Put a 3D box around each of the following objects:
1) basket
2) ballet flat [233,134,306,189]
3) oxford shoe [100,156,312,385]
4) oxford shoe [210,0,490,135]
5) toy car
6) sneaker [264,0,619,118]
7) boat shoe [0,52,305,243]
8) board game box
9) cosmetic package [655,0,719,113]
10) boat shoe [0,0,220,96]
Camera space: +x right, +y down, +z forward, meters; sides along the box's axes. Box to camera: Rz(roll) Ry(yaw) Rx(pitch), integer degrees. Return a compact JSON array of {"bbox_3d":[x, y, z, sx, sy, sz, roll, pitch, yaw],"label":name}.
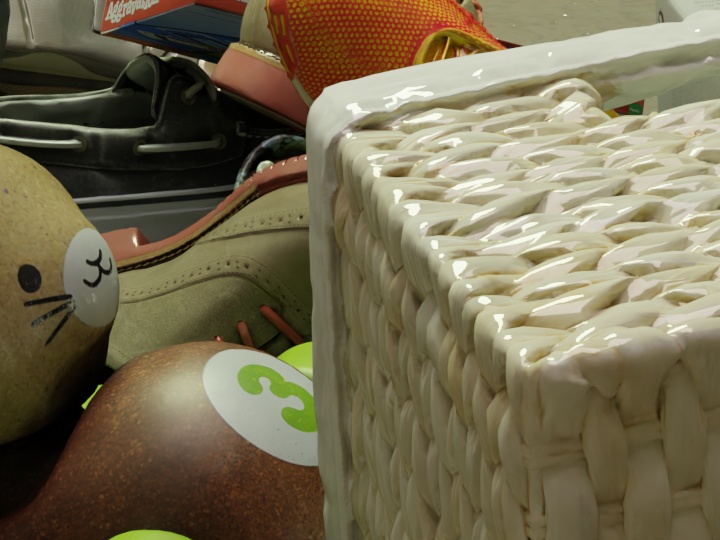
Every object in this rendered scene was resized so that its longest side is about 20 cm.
[{"bbox_3d":[0.103,0.051,0.697,0.198,0.200,0.161,-11,25,-14],"label":"basket"},{"bbox_3d":[0.000,0.000,1.011,0.074,0.074,0.200,-13,24,-21],"label":"ballet flat"},{"bbox_3d":[-0.036,0.020,0.918,0.200,0.070,0.075,-20,39,32],"label":"oxford shoe"},{"bbox_3d":[0.040,-0.067,1.065,0.200,0.075,0.070,21,2,-39],"label":"oxford shoe"},{"bbox_3d":[-0.092,0.014,0.792,0.158,0.200,0.164,-12,16,25],"label":"toy car"},{"bbox_3d":[0.051,-0.057,0.993,0.077,0.200,0.073,-11,52,53],"label":"sneaker"},{"bbox_3d":[-0.081,-0.053,1.146,0.200,0.071,0.072,-12,22,-24],"label":"boat shoe"},{"bbox_3d":[0.005,-0.087,1.139,0.200,0.019,0.103,12,-9,-25],"label":"board game box"},{"bbox_3d":[0.187,-0.060,1.120,0.101,0.074,0.200,-6,24,-4],"label":"cosmetic package"},{"bbox_3d":[-0.096,-0.094,1.232,0.200,0.073,0.075,14,60,-12],"label":"boat shoe"}]
